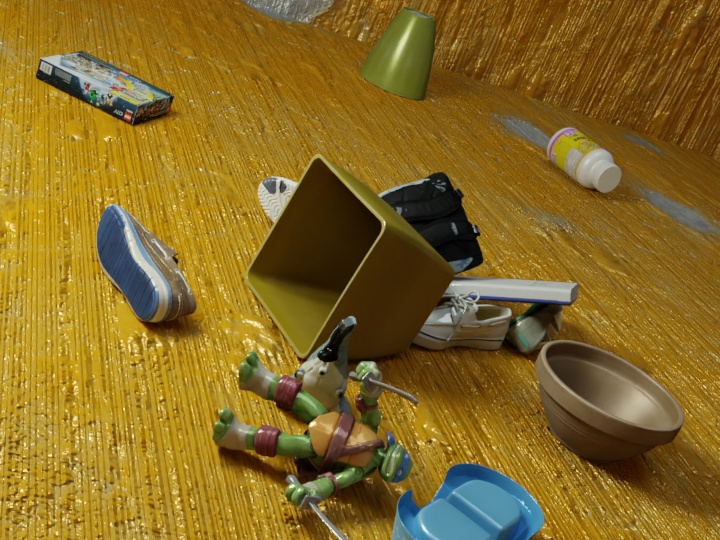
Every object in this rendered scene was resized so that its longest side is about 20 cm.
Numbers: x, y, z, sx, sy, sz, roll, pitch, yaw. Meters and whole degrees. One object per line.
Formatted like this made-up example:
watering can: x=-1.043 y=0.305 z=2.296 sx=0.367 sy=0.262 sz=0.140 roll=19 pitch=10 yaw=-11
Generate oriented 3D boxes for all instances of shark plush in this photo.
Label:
shark plush: x=-0.043 y=0.093 z=1.147 sx=0.090 sy=0.200 sz=0.084 roll=17 pitch=60 yaw=10

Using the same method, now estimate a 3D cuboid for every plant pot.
plant pot: x=0.000 y=0.000 z=1.387 sx=0.176 sy=0.200 sz=0.200 roll=19 pitch=19 yaw=-39
plant pot: x=0.307 y=0.182 z=1.382 sx=0.200 sy=0.093 sz=0.201 roll=21 pitch=22 yaw=-9
plant pot: x=0.119 y=-0.579 z=2.797 sx=0.186 sy=0.201 sz=0.187 roll=20 pitch=22 yaw=-8

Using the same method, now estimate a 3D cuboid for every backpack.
backpack: x=0.065 y=-0.048 z=1.580 sx=0.200 sy=0.153 sz=0.164 roll=-18 pitch=81 yaw=-56

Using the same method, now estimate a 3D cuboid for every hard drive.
hard drive: x=0.221 y=0.029 z=1.605 sx=0.199 sy=0.026 sz=0.132 roll=3 pitch=5 yaw=16

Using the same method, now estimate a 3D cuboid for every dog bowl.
dog bowl: x=0.103 y=0.259 z=1.065 sx=0.111 sy=0.050 sz=0.200 roll=34 pitch=24 yaw=26

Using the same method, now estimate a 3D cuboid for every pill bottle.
pill bottle: x=0.558 y=-0.270 z=2.645 sx=0.104 sy=0.105 sz=0.200 roll=7 pitch=27 yaw=-34

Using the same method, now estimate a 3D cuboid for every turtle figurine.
turtle figurine: x=-0.041 y=0.151 z=1.038 sx=0.193 sy=0.145 sz=0.200 roll=19 pitch=10 yaw=9

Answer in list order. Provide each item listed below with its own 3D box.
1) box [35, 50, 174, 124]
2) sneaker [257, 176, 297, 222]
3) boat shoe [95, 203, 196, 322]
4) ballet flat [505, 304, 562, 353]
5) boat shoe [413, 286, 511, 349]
box: x=-0.448 y=-0.324 z=1.877 sx=0.199 sy=0.038 sz=0.137 roll=27 pitch=22 yaw=9
sneaker: x=-0.065 y=-0.099 z=1.683 sx=0.198 sy=0.080 sz=0.130 roll=21 pitch=21 yaw=-5
boat shoe: x=-0.262 y=-0.005 z=1.301 sx=0.072 sy=0.072 sz=0.200 roll=9 pitch=36 yaw=-42
ballet flat: x=0.275 y=0.083 z=1.639 sx=0.064 sy=0.067 sz=0.200 roll=56 pitch=29 yaw=5
boat shoe: x=0.139 y=0.061 z=1.501 sx=0.201 sy=0.086 sz=0.075 roll=7 pitch=26 yaw=-35
